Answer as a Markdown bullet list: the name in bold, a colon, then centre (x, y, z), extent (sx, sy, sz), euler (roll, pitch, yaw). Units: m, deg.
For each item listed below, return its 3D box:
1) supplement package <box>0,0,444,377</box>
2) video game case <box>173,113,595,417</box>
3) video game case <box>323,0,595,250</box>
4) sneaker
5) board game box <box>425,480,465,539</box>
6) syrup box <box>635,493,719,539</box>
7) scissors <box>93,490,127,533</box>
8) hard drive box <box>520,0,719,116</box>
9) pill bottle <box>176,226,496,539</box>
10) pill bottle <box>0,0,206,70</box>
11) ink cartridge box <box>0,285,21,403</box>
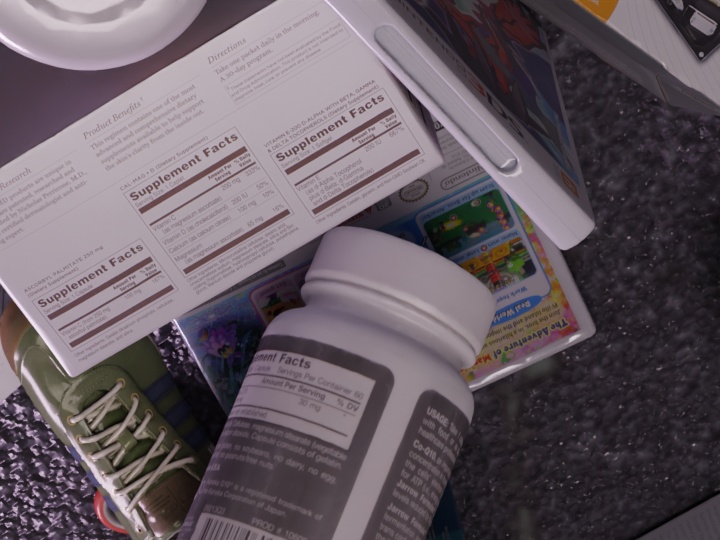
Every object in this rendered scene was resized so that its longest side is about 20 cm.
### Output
- **supplement package**: centre (-0.081, -0.076, 1.018), extent (0.199, 0.156, 0.111), euler (-29, 119, 9)
- **video game case**: centre (0.000, 0.000, 1.144), extent (0.199, 0.024, 0.183), euler (-25, 118, 5)
- **video game case**: centre (0.032, -0.121, 0.983), extent (0.023, 0.200, 0.182), euler (-37, 116, 18)
- **sneaker**: centre (-0.105, 0.092, 1.102), extent (0.067, 0.090, 0.201), euler (-35, 132, -5)
- **board game box**: centre (0.048, 0.207, 1.184), extent (0.047, 0.151, 0.201), euler (-14, 118, 1)
- **syrup box**: centre (0.194, 0.193, 1.234), extent (0.199, 0.082, 0.079), euler (-30, 118, 10)
- **scissors**: centre (-0.055, 0.141, 1.215), extent (0.199, 0.014, 0.073), euler (24, 111, -16)
- **hard drive box**: centre (0.149, -0.196, 0.993), extent (0.155, 0.077, 0.201), euler (31, 89, -21)
- **pill bottle**: centre (-0.011, 0.089, 1.065), extent (0.113, 0.113, 0.201), euler (29, 74, -20)
- **pill bottle**: centre (-0.117, -0.173, 0.939), extent (0.111, 0.200, 0.113), euler (-2, 118, -5)
- **ink cartridge box**: centre (-0.264, 0.006, 1.094), extent (0.104, 0.059, 0.200), euler (-40, 115, 12)
